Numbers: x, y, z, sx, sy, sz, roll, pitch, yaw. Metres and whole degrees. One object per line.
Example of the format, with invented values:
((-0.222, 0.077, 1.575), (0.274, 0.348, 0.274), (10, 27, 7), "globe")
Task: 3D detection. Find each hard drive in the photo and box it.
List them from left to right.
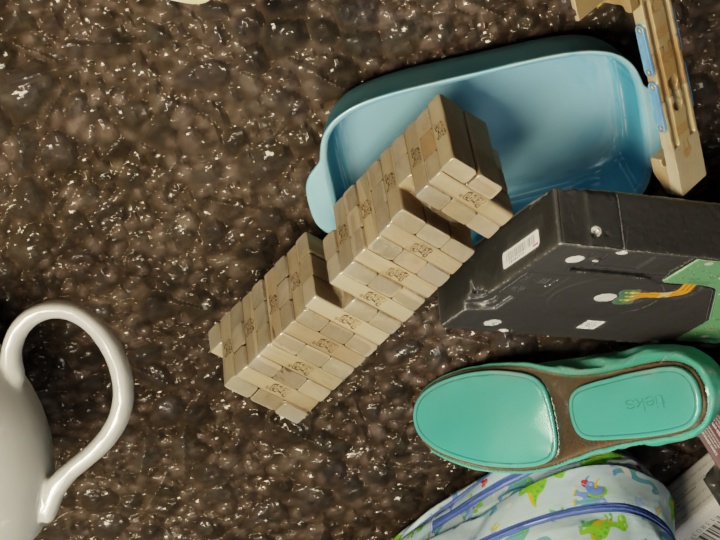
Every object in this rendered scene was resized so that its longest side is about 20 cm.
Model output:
((0.159, 0.001, 1.122), (0.198, 0.038, 0.140), (5, 158, -24), "hard drive")

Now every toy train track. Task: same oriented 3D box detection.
((0.140, -0.130, 1.031), (0.115, 0.032, 0.201), (-40, 127, -31), "toy train track")

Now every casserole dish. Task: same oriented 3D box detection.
((0.066, -0.069, 1.098), (0.198, 0.039, 0.122), (-14, 131, 1), "casserole dish")

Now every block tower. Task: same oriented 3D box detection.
((0.000, 0.000, 1.085), (0.054, 0.058, 0.200), (28, 123, -29), "block tower")

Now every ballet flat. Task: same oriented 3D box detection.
((0.129, 0.082, 1.212), (0.198, 0.068, 0.070), (-9, 179, 32), "ballet flat")

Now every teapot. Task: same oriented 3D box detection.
((-0.253, 0.074, 1.097), (0.198, 0.197, 0.148), (-2, 97, -36), "teapot")

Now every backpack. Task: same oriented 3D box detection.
((0.111, 0.193, 1.279), (0.162, 0.155, 0.199), (29, 143, -27), "backpack")

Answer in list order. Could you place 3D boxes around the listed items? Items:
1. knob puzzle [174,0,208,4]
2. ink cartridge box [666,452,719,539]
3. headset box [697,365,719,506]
((-0.097, -0.204, 0.957), (0.217, 0.031, 0.221), (-5, 132, -5), "knob puzzle")
((0.308, 0.152, 1.327), (0.175, 0.045, 0.200), (30, 121, -29), "ink cartridge box")
((0.294, 0.091, 1.192), (0.199, 0.149, 0.075), (-38, 165, 25), "headset box")
